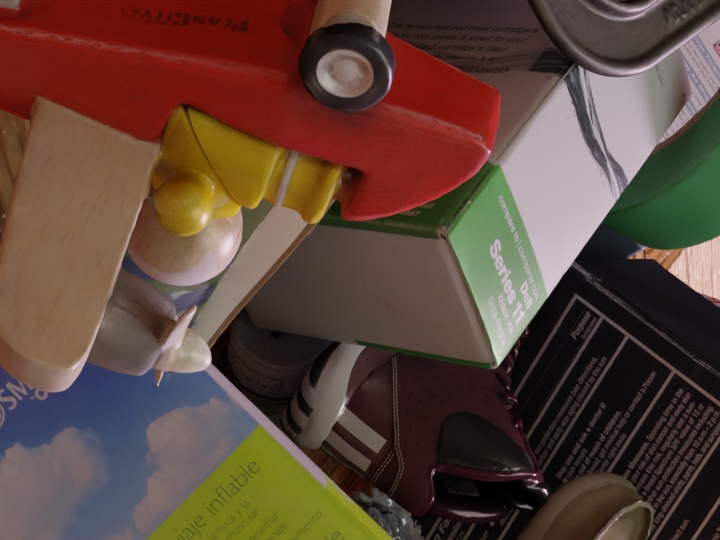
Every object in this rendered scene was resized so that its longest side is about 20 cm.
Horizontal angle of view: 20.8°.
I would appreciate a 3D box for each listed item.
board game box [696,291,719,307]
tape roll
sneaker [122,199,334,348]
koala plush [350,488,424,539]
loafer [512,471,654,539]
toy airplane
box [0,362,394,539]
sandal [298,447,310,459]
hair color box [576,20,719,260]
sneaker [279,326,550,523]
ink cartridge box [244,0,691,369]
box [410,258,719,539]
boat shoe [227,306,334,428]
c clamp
[{"bbox_3d":[0.157,0.102,1.209,0.046,0.151,0.201,2,105,-60],"label":"board game box"},{"bbox_3d":[0.173,-0.110,0.992,0.048,0.200,0.201,27,83,-26],"label":"tape roll"},{"bbox_3d":[-0.092,-0.004,0.811,0.200,0.090,0.067,-50,-170,15],"label":"sneaker"},{"bbox_3d":[-0.036,0.205,0.899,0.177,0.183,0.201,-18,126,-56],"label":"koala plush"},{"bbox_3d":[0.089,0.161,0.908,0.200,0.068,0.076,-32,146,-49],"label":"loafer"},{"bbox_3d":[-0.079,-0.052,0.683,0.200,0.199,0.141,-28,140,-27],"label":"toy airplane"},{"bbox_3d":[-0.085,0.095,0.764,0.122,0.200,0.048,-45,-172,-2],"label":"box"},{"bbox_3d":[-0.054,0.110,0.950,0.080,0.054,0.200,-35,160,1],"label":"sandal"},{"bbox_3d":[0.167,-0.081,1.156,0.200,0.061,0.099,-35,92,-45],"label":"hair color box"},{"bbox_3d":[0.059,0.063,0.943,0.200,0.115,0.076,-33,158,-45],"label":"sneaker"},{"bbox_3d":[0.043,-0.059,0.903,0.200,0.146,0.083,-51,132,-33],"label":"ink cartridge box"},{"bbox_3d":[0.159,0.127,1.045,0.123,0.198,0.200,-2,127,-59],"label":"box"},{"bbox_3d":[0.000,0.000,0.981,0.200,0.072,0.062,-42,162,-33],"label":"boat shoe"},{"bbox_3d":[0.112,-0.177,0.867,0.200,0.027,0.171,-29,94,-33],"label":"c clamp"}]
